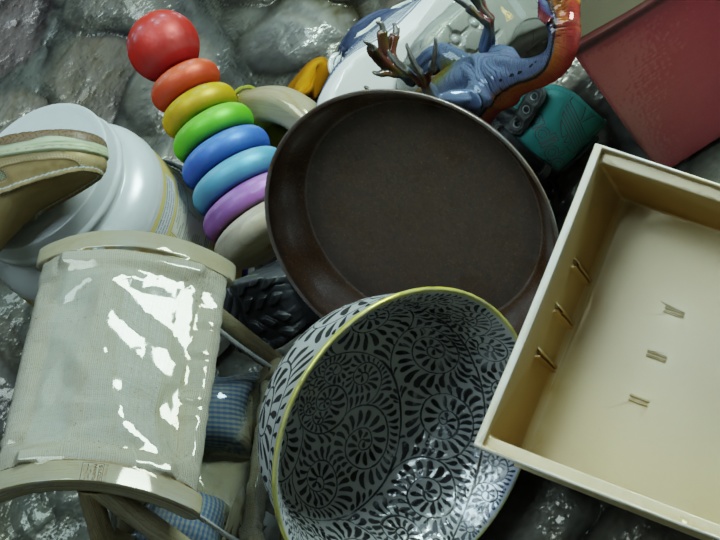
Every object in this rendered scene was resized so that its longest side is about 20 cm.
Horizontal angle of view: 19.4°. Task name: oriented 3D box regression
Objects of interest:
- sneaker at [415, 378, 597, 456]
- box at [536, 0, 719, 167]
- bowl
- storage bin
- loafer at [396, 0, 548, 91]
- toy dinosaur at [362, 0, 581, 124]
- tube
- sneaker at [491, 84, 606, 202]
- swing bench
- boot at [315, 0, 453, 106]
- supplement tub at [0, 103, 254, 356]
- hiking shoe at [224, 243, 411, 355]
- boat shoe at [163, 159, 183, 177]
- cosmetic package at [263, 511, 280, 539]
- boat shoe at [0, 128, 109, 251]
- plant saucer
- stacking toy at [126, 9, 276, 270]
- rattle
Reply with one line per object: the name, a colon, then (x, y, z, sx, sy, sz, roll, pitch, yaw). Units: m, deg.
sneaker: (0.076, 0.103, 1.422, 0.200, 0.076, 0.088, 8, 94, 28)
box: (0.187, -0.183, 1.437, 0.109, 0.200, 0.128, -34, 48, 10)
bowl: (0.004, 0.095, 1.336, 0.201, 0.201, 0.094, -53, 38, -9)
storage bin: (0.205, 0.056, 1.288, 0.199, 0.094, 0.200, 20, 83, 20)
loafer: (0.101, -0.187, 1.555, 0.200, 0.070, 0.070, -35, 7, -33)
toy dinosaur: (0.081, -0.130, 1.374, 0.181, 0.200, 0.105, 5, 65, 37)
tube: (0.257, 0.040, 1.349, 0.200, 0.052, 0.058, -50, 26, -2)
sneaker: (0.121, -0.069, 1.488, 0.121, 0.084, 0.200, -35, 46, 20)
swing bench: (-0.126, 0.105, 1.348, 0.130, 0.200, 0.199, -11, 47, 18)
boot: (0.008, -0.143, 1.580, 0.090, 0.073, 0.200, -10, 23, 43)
supplement tub: (-0.184, -0.019, 1.561, 0.145, 0.200, 0.145, -16, 53, 22)
hiking shoe: (0.000, 0.000, 1.469, 0.200, 0.076, 0.101, -11, 16, 25)
boat shoe: (-0.217, -0.064, 1.707, 0.200, 0.060, 0.076, -6, 58, 29)
cosmetic package: (-0.063, 0.221, 1.414, 0.200, 0.074, 0.102, 21, 72, 41)
boat shoe: (-0.254, -0.040, 1.449, 0.200, 0.072, 0.076, -16, 67, 32)
plant saucer: (0.036, -0.031, 1.353, 0.200, 0.200, 0.034, -7, 27, 29)
stacking toy: (-0.112, -0.102, 1.541, 0.085, 0.085, 0.200, -34, 76, 9)
rattle: (-0.008, -0.071, 1.602, 0.200, 0.143, 0.130, 27, 109, 26)
